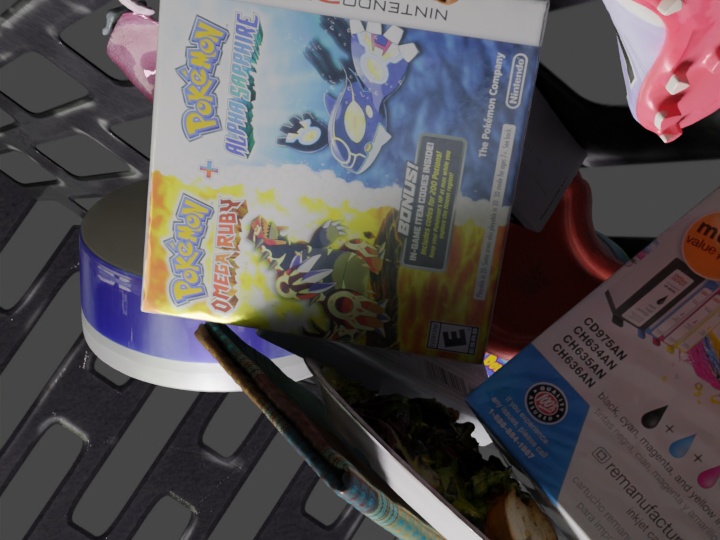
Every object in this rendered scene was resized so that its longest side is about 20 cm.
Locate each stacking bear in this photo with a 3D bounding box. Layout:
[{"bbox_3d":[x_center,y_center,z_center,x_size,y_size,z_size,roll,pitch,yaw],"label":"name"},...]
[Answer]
[{"bbox_3d":[0.146,0.026,1.031,0.200,0.114,0.121,29,-148,-61],"label":"stacking bear"}]

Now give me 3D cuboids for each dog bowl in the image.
[{"bbox_3d":[-0.094,0.001,1.079,0.200,0.200,0.079,25,124,39],"label":"dog bowl"}]

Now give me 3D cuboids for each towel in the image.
[{"bbox_3d":[0.003,0.106,0.837,0.147,0.022,0.200,42,179,40],"label":"towel"}]

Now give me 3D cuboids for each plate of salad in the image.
[{"bbox_3d":[0.051,0.105,0.807,0.200,0.048,0.200,41,-179,-1],"label":"plate of salad"}]

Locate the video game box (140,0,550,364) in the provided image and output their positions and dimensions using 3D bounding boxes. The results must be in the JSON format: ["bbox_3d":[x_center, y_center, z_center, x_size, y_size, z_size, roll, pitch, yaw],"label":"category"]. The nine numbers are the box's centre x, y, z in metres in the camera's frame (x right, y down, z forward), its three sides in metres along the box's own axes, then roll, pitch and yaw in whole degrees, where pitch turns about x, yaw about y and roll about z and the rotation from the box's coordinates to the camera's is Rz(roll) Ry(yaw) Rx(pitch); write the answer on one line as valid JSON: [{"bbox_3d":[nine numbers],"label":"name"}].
[{"bbox_3d":[-0.012,-0.060,0.767,0.182,0.200,0.047,9,-153,4],"label":"video game box"}]

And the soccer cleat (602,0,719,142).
[{"bbox_3d":[0.122,-0.116,0.622,0.076,0.067,0.200,63,-173,22],"label":"soccer cleat"}]

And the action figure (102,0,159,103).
[{"bbox_3d":[-0.078,-0.106,1.044,0.200,0.134,0.149,54,151,20],"label":"action figure"}]

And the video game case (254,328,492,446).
[{"bbox_3d":[0.000,0.000,0.947,0.200,0.024,0.182,29,-146,-40],"label":"video game case"}]

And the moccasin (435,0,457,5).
[{"bbox_3d":[-0.031,-0.182,0.689,0.201,0.078,0.074,32,169,4],"label":"moccasin"}]

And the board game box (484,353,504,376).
[{"bbox_3d":[0.056,0.006,1.137,0.134,0.045,0.200,43,-168,-45],"label":"board game box"}]

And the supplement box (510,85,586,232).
[{"bbox_3d":[0.026,-0.100,0.939,0.200,0.061,0.109,24,167,39],"label":"supplement box"}]

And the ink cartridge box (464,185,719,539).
[{"bbox_3d":[0.185,0.073,0.790,0.147,0.200,0.145,49,176,29],"label":"ink cartridge box"}]
